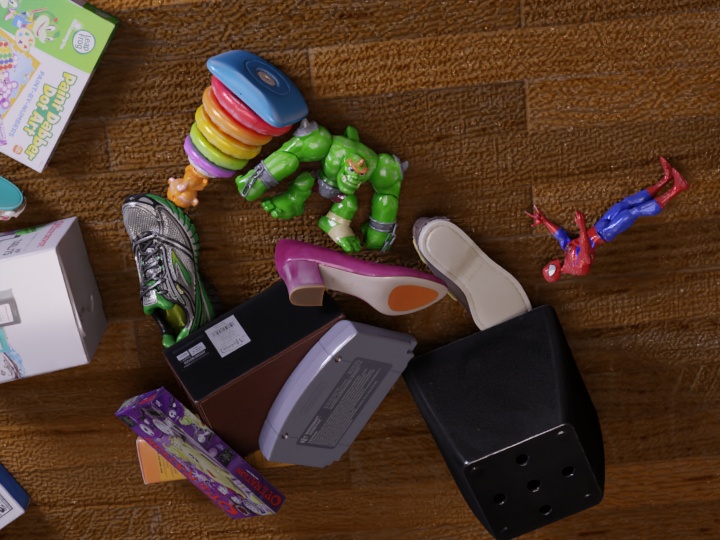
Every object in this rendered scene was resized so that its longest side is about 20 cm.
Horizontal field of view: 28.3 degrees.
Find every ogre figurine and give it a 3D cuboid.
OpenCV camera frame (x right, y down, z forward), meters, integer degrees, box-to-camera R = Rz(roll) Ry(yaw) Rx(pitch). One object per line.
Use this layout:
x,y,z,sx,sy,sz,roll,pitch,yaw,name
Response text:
-0.033,-0.102,1.659,0.200,0.098,0.120,28,111,-4,ogre figurine

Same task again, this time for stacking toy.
-0.161,-0.147,1.649,0.116,0.110,0.200,41,114,5,stacking toy

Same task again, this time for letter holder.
-0.109,0.117,1.699,0.200,0.101,0.142,-31,137,-11,letter holder

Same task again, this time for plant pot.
0.186,0.196,1.685,0.200,0.178,0.200,-23,123,5,plant pot

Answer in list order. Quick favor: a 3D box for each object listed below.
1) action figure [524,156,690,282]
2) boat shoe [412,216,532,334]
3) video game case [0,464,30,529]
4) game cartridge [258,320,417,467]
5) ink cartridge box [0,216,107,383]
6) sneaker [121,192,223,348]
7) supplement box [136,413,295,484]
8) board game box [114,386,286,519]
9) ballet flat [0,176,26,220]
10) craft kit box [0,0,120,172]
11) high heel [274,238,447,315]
0.280,-0.070,1.690,0.200,0.065,0.099,-44,111,10,action figure
0.135,0.011,1.713,0.072,0.060,0.200,-45,112,-1,boat shoe
-0.548,0.271,1.787,0.181,0.045,0.200,-35,104,8,video game case
-0.032,0.146,1.683,0.133,0.040,0.200,13,117,-48,game cartridge
-0.417,0.041,1.669,0.200,0.147,0.146,-12,106,2,ink cartridge box
-0.228,0.002,1.681,0.078,0.085,0.200,-14,107,31,sneaker
-0.171,0.213,1.766,0.199,0.067,0.069,-9,107,2,supplement box
-0.189,0.218,1.679,0.200,0.120,0.032,44,65,-14,board game box
-0.490,-0.096,1.677,0.200,0.076,0.064,20,136,-2,ballet flat
-0.409,-0.245,1.638,0.197,0.049,0.200,27,105,-11,craft kit box
0.000,0.000,1.665,0.199,0.096,0.067,-3,134,-15,high heel
